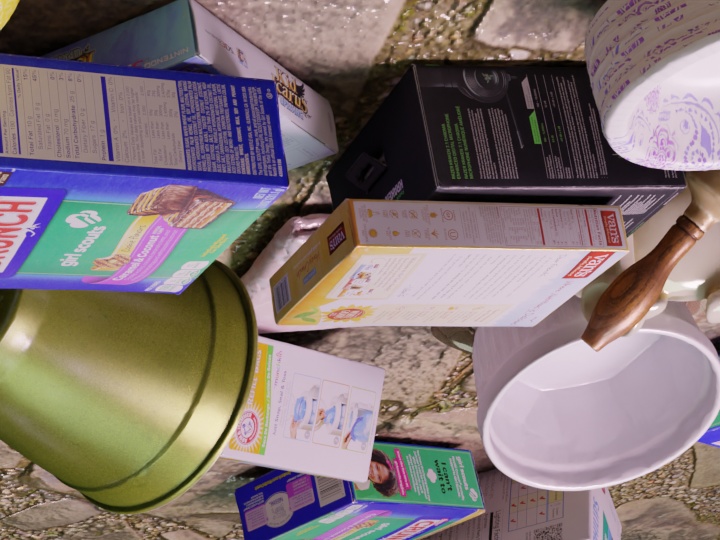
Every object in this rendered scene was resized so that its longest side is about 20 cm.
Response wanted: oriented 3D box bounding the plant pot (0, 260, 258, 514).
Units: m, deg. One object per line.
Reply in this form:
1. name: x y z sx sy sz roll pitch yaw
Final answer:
1. plant pot: -0.209 0.048 1.452 0.200 0.201 0.193 -24 144 32

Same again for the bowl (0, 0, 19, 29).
1. bowl: -0.252 -0.136 1.026 0.200 0.108 0.200 -10 160 -4

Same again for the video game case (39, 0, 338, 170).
1. video game case: -0.143 -0.088 1.294 0.200 0.045 0.181 -19 158 21

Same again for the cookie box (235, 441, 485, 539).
1. cookie box: 0.000 0.242 2.181 0.200 0.075 0.171 9 151 -44

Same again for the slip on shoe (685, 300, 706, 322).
1. slip on shoe: 0.284 0.010 1.731 0.076 0.061 0.200 3 155 -32

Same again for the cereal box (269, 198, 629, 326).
1. cereal box: 0.057 -0.003 1.367 0.200 0.040 0.144 0 158 -25

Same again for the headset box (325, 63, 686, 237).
1. headset box: 0.089 -0.061 1.416 0.200 0.093 0.174 -2 158 -22

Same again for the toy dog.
1. toy dog: 0.255 -0.017 1.563 0.200 0.140 0.194 -3 170 -20

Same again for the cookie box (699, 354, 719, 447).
1. cookie box: 0.432 0.114 2.045 0.200 0.075 0.171 -21 160 27

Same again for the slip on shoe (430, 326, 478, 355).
1. slip on shoe: 0.148 0.055 1.771 0.200 0.076 0.061 12 136 -39

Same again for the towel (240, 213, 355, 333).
1. towel: 0.000 0.000 1.624 0.191 0.032 0.200 -3 159 -22

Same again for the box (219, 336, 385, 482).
1. box: -0.086 0.111 1.725 0.112 0.101 0.200 5 172 37

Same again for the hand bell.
1. hand bell: 0.225 -0.023 1.435 0.200 0.104 0.104 -50 152 4

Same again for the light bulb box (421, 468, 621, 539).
1. light bulb box: 0.178 0.312 2.274 0.200 0.198 0.125 -16 114 14

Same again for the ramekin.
1. ramekin: 0.183 0.077 1.672 0.200 0.105 0.200 -8 137 -8

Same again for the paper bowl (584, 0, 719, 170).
1. paper bowl: 0.234 -0.147 1.247 0.200 0.104 0.201 -9 160 -3

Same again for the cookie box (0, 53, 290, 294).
1. cookie box: -0.169 -0.051 1.211 0.200 0.075 0.171 3 156 -29
